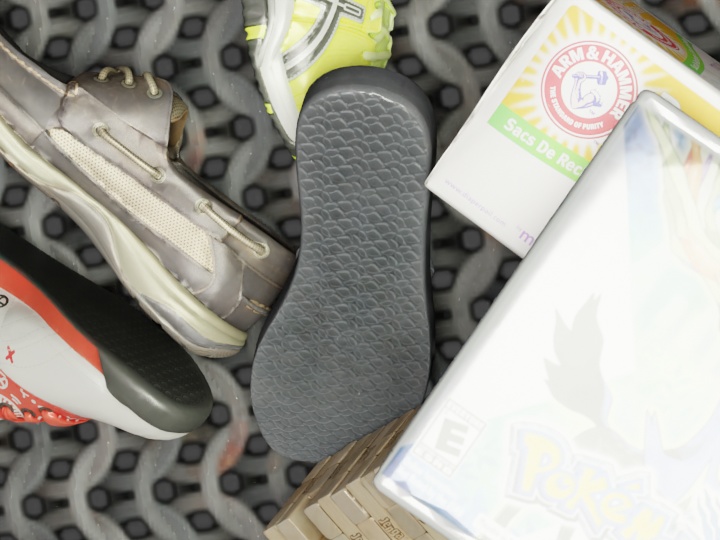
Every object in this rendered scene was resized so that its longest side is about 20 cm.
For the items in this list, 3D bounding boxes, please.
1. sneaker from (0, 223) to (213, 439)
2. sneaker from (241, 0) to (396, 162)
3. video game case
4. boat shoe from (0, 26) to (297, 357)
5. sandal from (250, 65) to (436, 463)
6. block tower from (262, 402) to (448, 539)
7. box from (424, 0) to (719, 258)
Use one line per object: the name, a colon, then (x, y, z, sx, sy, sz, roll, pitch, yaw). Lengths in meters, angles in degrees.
sneaker: (-0.159, 0.048, 1.223, 0.201, 0.067, 0.108, 34, 104, 25)
sneaker: (-0.008, -0.132, 1.184, 0.076, 0.075, 0.200, -6, 97, 12)
video game case: (0.136, 0.062, 1.056, 0.200, 0.022, 0.182, 35, 91, 2)
boat shoe: (-0.105, -0.053, 1.221, 0.073, 0.074, 0.200, -42, 96, 3)
sandal: (0.001, 0.000, 1.190, 0.076, 0.043, 0.200, 12, 125, 1)
block tower: (0.039, 0.084, 1.156, 0.054, 0.058, 0.200, 48, 134, -9)
box: (0.140, -0.022, 1.148, 0.200, 0.112, 0.101, 37, 103, 6)
